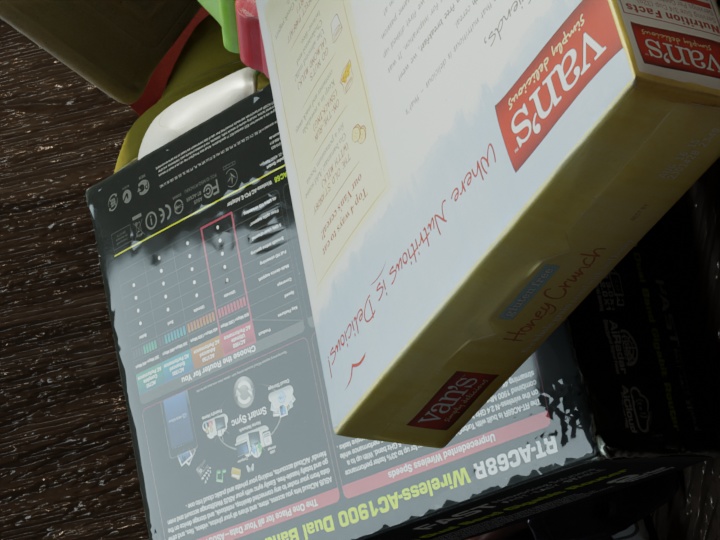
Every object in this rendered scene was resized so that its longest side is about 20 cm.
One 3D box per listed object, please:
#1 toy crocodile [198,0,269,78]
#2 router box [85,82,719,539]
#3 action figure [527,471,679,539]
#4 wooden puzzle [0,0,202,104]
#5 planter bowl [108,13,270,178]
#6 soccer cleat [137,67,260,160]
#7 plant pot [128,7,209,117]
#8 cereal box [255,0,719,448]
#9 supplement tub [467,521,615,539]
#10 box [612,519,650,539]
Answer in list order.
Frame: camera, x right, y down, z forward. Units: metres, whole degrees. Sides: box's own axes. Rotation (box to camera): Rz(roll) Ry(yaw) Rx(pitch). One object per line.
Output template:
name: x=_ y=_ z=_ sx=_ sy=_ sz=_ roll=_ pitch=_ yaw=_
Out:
toy crocodile: x=0.008 y=-0.072 z=0.725 sx=0.200 sy=0.062 sz=0.068 roll=32 pitch=152 yaw=16
router box: x=0.005 y=0.013 z=0.653 sx=0.062 sy=0.200 sz=0.151 roll=4 pitch=-111 yaw=-45
action figure: x=0.062 y=0.012 z=0.775 sx=0.130 sy=0.069 sz=0.200 roll=58 pitch=-165 yaw=-28
wooden puzzle: x=-0.105 y=-0.195 z=0.843 sx=0.185 sy=0.200 sz=0.046 roll=35 pitch=178 yaw=-43
planter bowl: x=-0.020 y=-0.075 z=0.910 sx=0.200 sy=0.199 sz=0.084 roll=77 pitch=-174 yaw=-74
soccer cleat: x=0.000 y=0.000 z=0.802 sx=0.200 sy=0.077 sz=0.069 roll=38 pitch=-146 yaw=-25
plant pot: x=-0.060 y=-0.173 z=1.142 sx=0.200 sy=0.176 sz=0.201 roll=46 pitch=-155 yaw=-46
cereal box: x=0.023 y=-0.075 z=0.536 sx=0.144 sy=0.039 sz=0.201 roll=-51 pitch=40 yaw=43
supplement tub: x=0.017 y=0.160 z=0.807 sx=0.200 sy=0.107 sz=0.108 roll=-26 pitch=72 yaw=49
box: x=0.087 y=0.103 z=0.930 sx=0.200 sy=0.060 sz=0.117 roll=-102 pitch=0 yaw=-54
